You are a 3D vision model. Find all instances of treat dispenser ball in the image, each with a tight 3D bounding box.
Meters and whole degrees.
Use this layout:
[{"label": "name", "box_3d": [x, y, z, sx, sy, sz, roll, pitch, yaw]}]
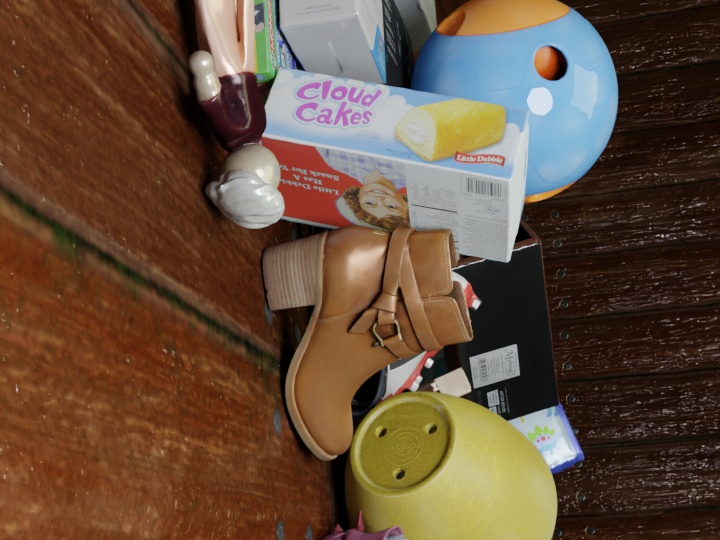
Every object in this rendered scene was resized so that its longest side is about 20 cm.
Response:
[{"label": "treat dispenser ball", "box_3d": [0.145, -0.165, 1.088, 0.201, 0.198, 0.204, -6, 90, -78]}]

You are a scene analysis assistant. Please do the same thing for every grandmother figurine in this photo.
[{"label": "grandmother figurine", "box_3d": [-0.086, -0.128, 0.757, 0.121, 0.060, 0.203, -24, 106, -69]}]

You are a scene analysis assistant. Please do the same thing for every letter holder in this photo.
[{"label": "letter holder", "box_3d": [0.127, 0.036, 1.181, 0.142, 0.099, 0.202, -116, -168, -58]}]

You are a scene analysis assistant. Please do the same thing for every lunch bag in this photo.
[{"label": "lunch bag", "box_3d": [0.146, 0.177, 1.329, 0.201, 0.168, 0.128, -115, -176, -46]}]

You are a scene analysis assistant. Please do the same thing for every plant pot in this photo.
[{"label": "plant pot", "box_3d": [0.062, 0.190, 1.026, 0.142, 0.198, 0.202, 55, 28, -44]}]

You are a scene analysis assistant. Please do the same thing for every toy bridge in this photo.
[{"label": "toy bridge", "box_3d": [0.063, 0.136, 1.193, 0.200, 0.067, 0.027, 125, -59, -77]}]

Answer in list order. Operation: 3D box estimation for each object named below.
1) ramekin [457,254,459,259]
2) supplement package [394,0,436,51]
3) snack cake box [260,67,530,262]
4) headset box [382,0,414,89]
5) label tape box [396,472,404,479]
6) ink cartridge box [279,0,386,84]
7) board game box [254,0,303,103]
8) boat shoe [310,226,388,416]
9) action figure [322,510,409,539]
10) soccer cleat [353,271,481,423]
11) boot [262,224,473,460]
[{"label": "ramekin", "box_3d": [0.061, -0.044, 1.339, 0.202, 0.093, 0.205, -7, 90, -79]}, {"label": "supplement package", "box_3d": [0.012, -0.320, 1.207, 0.200, 0.108, 0.115, 46, 40, -72]}, {"label": "snack cake box", "box_3d": [0.027, -0.080, 0.878, 0.115, 0.198, 0.068, 80, 25, -60]}, {"label": "headset box", "box_3d": [-0.001, -0.176, 1.106, 0.174, 0.092, 0.203, 41, 43, -73]}, {"label": "label tape box", "box_3d": [0.048, 0.263, 1.190, 0.144, 0.062, 0.202, 56, 30, -68]}, {"label": "ink cartridge box", "box_3d": [-0.025, -0.269, 0.960, 0.115, 0.067, 0.202, 57, 29, -67]}, {"label": "board game box", "box_3d": [-0.075, -0.236, 0.933, 0.135, 0.029, 0.203, 36, 49, -74]}, {"label": "boat shoe", "box_3d": [-0.007, 0.038, 1.019, 0.062, 0.074, 0.202, -79, 165, -71]}, {"label": "action figure", "box_3d": [-0.009, 0.271, 0.902, 0.201, 0.147, 0.135, -111, -143, -57]}, {"label": "soccer cleat", "box_3d": [0.036, 0.069, 1.093, 0.201, 0.085, 0.069, -55, 177, 35]}, {"label": "boot", "box_3d": [0.014, 0.061, 0.901, 0.074, 0.153, 0.202, -73, 154, -62]}]
